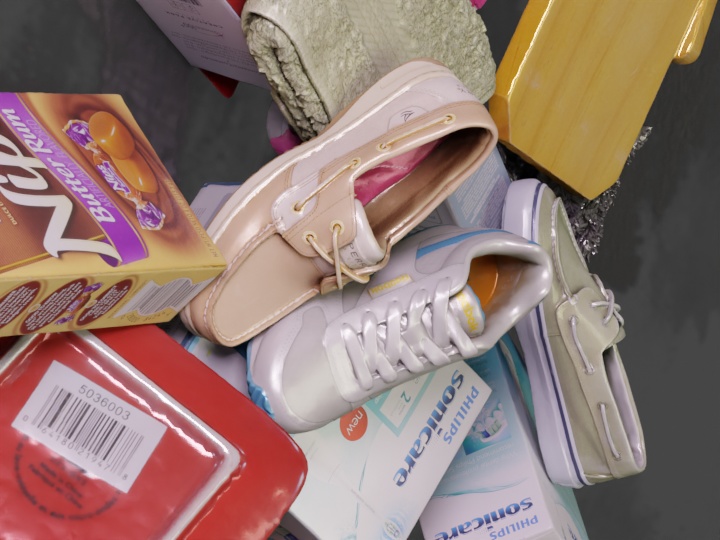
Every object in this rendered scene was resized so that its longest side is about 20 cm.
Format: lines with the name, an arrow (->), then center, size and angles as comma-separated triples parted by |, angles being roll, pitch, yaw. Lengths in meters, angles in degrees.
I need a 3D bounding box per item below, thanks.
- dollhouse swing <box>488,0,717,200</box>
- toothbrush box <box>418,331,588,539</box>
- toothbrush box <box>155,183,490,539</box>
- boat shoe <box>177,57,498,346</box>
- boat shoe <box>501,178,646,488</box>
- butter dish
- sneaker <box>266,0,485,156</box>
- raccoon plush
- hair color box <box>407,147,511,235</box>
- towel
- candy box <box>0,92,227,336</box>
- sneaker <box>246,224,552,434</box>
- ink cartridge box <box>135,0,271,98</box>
dollhouse swing -> 0.111, -0.177, 1.669 | 0.176, 0.182, 0.200 | -53, 148, 6
toothbrush box -> 0.085, 0.133, 1.711 | 0.147, 0.085, 0.201 | 56, 13, -53
toothbrush box -> -0.040, 0.067, 1.514 | 0.200, 0.085, 0.147 | 47, 63, -31
boat shoe -> -0.010, -0.029, 1.394 | 0.200, 0.069, 0.074 | -44, 138, -6
boat shoe -> 0.135, 0.037, 1.637 | 0.072, 0.062, 0.201 | -46, 126, -65
butter dish -> -0.162, 0.128, 1.375 | 0.200, 0.200, 0.148 | -50, 174, -28
sneaker -> -0.001, -0.139, 1.538 | 0.200, 0.088, 0.082 | -54, 137, -27
raccoon plush -> 0.139, -0.030, 1.807 | 0.134, 0.096, 0.201 | -4, 101, -60
hair color box -> 0.036, -0.053, 1.635 | 0.061, 0.099, 0.200 | -58, 146, -26
towel -> 0.011, -0.124, 1.450 | 0.149, 0.036, 0.200 | -58, 141, -24
candy box -> -0.167, -0.029, 1.309 | 0.056, 0.117, 0.200 | -43, 160, 28
sneaker -> 0.020, 0.027, 1.446 | 0.200, 0.081, 0.077 | -32, 111, -35
ink cartridge box -> -0.038, -0.209, 1.460 | 0.201, 0.084, 0.176 | -63, 148, -14
